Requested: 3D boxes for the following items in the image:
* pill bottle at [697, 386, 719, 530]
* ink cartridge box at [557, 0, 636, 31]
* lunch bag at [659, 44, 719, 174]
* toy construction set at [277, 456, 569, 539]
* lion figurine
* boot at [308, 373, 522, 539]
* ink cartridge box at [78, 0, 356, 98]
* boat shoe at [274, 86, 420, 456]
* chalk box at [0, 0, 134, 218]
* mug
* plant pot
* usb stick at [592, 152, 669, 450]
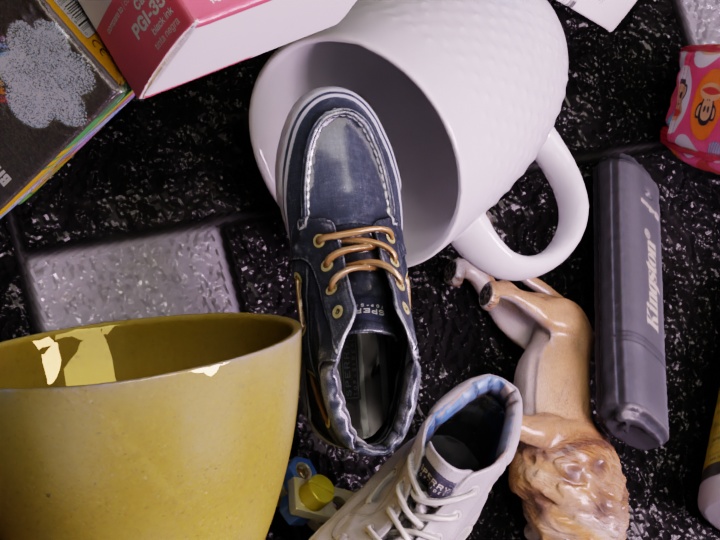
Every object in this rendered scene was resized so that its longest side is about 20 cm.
[{"bbox_3d":[0.280,0.067,1.564,0.111,0.111,0.201,22,68,-16],"label":"pill bottle"},{"bbox_3d":[0.113,-0.217,1.545,0.116,0.068,0.200,47,16,30],"label":"ink cartridge box"},{"bbox_3d":[0.296,-0.083,1.564,0.175,0.200,0.083,13,95,-18],"label":"lunch bag"},{"bbox_3d":[0.034,0.187,1.436,0.199,0.092,0.132,17,48,-13],"label":"toy construction set"},{"bbox_3d":[0.112,0.070,1.517,0.122,0.072,0.201,18,64,-26],"label":"lion figurine"},{"bbox_3d":[0.021,0.131,1.341,0.073,0.096,0.200,33,43,4],"label":"boot"},{"bbox_3d":[-0.098,-0.210,1.319,0.146,0.083,0.201,-25,78,-35],"label":"ink cartridge box"},{"bbox_3d":[0.000,0.000,1.367,0.070,0.091,0.202,-6,94,-12],"label":"boat shoe"},{"bbox_3d":[-0.206,-0.104,1.384,0.125,0.200,0.124,49,31,-5],"label":"chalk box"},{"bbox_3d":[0.058,-0.084,1.491,0.200,0.147,0.175,52,44,-2],"label":"mug"},{"bbox_3d":[-0.122,0.111,1.353,0.199,0.200,0.143,-10,98,-25],"label":"plant pot"},{"bbox_3d":[0.165,0.017,1.541,0.055,0.032,0.201,33,44,-35],"label":"usb stick"}]
